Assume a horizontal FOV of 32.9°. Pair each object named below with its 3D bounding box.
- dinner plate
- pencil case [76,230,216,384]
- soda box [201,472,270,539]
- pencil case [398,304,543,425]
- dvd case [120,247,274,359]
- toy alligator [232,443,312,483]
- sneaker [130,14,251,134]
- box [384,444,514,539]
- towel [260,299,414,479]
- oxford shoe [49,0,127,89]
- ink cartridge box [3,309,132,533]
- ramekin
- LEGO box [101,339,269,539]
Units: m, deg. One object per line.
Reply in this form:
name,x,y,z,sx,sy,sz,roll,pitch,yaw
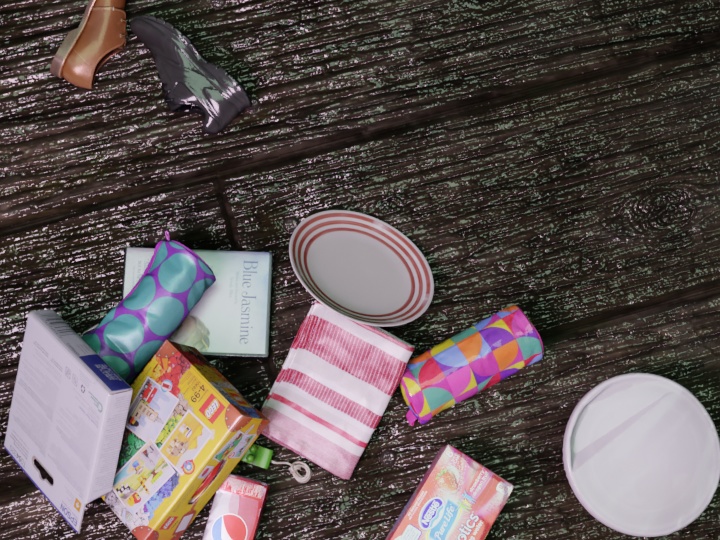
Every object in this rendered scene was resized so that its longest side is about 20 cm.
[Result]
dinner plate,0.000,0.000,1.575,0.199,0.024,0.201,16,42,-14
pencil case,-0.277,0.054,1.549,0.092,0.085,0.200,41,80,-8
soda box,-0.169,0.356,1.521,0.063,0.070,0.201,16,79,1
pencil case,0.137,0.122,1.576,0.199,0.088,0.089,-27,82,-5
dvd case,-0.216,0.043,1.605,0.199,0.018,0.144,2,79,-2
toy alligator,-0.156,0.228,1.554,0.199,0.054,0.060,19,79,1
sneaker,-0.243,-0.264,1.638,0.200,0.076,0.091,42,89,9
box,0.095,0.329,1.525,0.102,0.095,0.201,31,79,4
towel,-0.036,0.151,1.549,0.144,0.023,0.201,27,104,3
oxford shoe,-0.340,-0.338,1.651,0.071,0.071,0.201,29,90,-2
ink cartridge box,-0.359,0.181,1.485,0.196,0.043,0.201,36,120,38
ramekin,0.350,0.235,1.555,0.201,0.094,0.204,0,80,-2
LEGO box,-0.234,0.211,1.497,0.149,0.077,0.200,40,97,25
